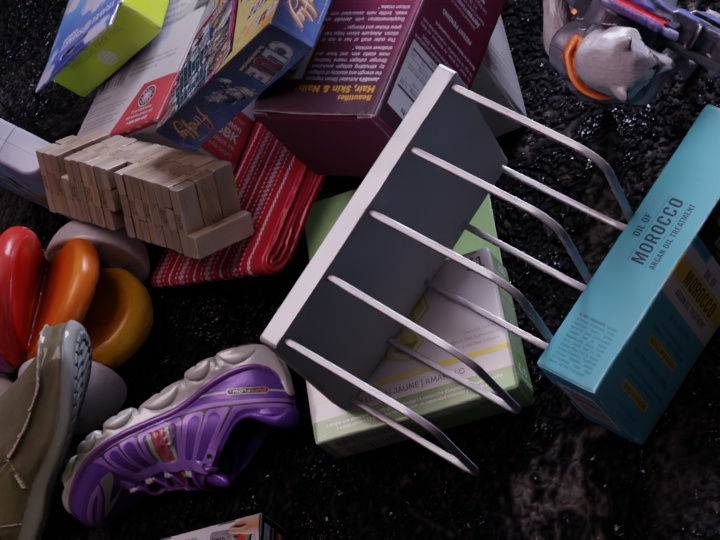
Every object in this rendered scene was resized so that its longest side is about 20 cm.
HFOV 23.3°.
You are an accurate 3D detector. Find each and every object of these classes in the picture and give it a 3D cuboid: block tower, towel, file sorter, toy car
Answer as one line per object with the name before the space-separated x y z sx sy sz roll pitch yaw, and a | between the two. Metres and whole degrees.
block tower | -0.164 -0.061 1.303 0.054 0.058 0.200 -28 30 -34
towel | -0.086 -0.053 1.327 0.200 0.022 0.145 -8 55 58
file sorter | 0.061 0.008 1.075 0.124 0.139 0.200 30 82 27
toy car | -0.266 0.033 1.350 0.200 0.150 0.175 -13 54 28

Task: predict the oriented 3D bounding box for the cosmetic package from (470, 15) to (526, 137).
cosmetic package | 0.048 -0.183 1.323 0.107 0.090 0.200 -24 47 21

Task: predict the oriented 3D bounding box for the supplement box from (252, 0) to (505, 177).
supplement box | 0.022 -0.169 1.211 0.110 0.086 0.200 6 65 39

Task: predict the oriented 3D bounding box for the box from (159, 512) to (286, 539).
box | -0.106 0.268 1.156 0.110 0.035 0.200 -18 52 25

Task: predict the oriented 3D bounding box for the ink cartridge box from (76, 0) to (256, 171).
ink cartridge box | -0.134 -0.172 1.418 0.147 0.083 0.200 -11 53 53

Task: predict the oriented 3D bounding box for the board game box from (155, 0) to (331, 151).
board game box | -0.070 -0.177 1.216 0.200 0.035 0.136 -30 36 58

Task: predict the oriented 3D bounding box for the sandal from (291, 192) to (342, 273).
sandal | 0.000 0.000 1.257 0.075 0.045 0.200 -43 46 5

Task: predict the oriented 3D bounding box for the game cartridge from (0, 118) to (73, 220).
game cartridge | -0.289 -0.092 1.463 0.200 0.133 0.042 22 83 43

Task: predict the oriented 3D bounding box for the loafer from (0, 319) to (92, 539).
loafer | -0.244 0.119 1.260 0.075 0.069 0.200 -84 12 -61

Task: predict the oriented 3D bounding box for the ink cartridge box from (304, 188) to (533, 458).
ink cartridge box | 0.028 0.014 1.192 0.145 0.048 0.200 -17 64 15

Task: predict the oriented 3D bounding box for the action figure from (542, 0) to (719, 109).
action figure | 0.187 -0.134 1.137 0.200 0.193 0.105 29 106 8

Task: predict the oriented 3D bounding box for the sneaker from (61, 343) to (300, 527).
sneaker | -0.130 0.131 1.243 0.200 0.081 0.084 -35 66 19

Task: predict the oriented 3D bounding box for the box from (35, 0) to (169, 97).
box | -0.196 -0.235 1.439 0.122 0.048 0.200 -32 36 43

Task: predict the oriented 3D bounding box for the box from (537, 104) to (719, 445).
box | 0.196 0.003 1.091 0.049 0.082 0.200 26 78 41
